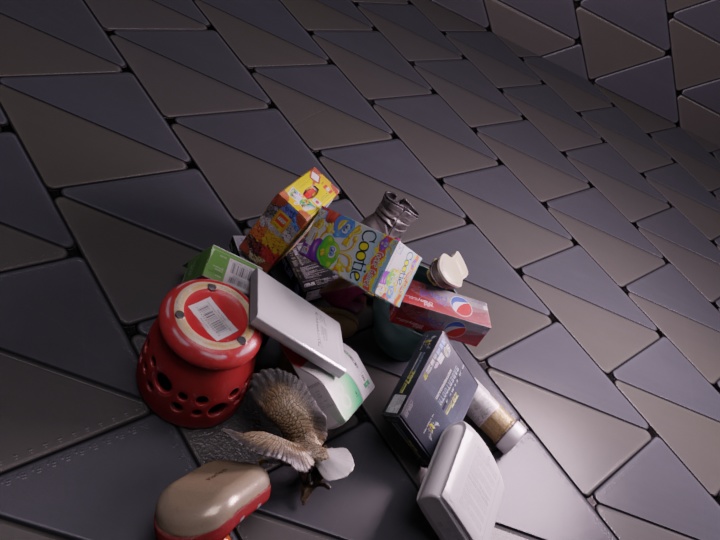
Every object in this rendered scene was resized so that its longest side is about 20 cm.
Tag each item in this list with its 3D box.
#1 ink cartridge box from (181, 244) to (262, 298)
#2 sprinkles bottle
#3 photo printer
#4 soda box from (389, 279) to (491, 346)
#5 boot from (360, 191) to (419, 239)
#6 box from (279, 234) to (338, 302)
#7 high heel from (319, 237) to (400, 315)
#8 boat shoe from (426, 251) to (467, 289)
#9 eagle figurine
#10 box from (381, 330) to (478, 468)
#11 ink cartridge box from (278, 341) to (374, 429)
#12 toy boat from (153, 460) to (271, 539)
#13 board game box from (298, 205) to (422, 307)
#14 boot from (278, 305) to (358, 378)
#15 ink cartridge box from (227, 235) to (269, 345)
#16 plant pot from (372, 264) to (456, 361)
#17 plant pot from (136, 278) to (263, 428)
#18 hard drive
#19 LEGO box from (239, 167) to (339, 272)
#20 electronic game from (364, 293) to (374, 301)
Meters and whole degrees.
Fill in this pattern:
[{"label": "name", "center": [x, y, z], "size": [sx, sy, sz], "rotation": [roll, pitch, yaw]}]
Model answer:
[{"label": "ink cartridge box", "center": [-0.269, 0.019, 1.313], "size": [0.102, 0.199, 0.061], "rotation": [26, 68, -24]}, {"label": "sprinkles bottle", "center": [0.247, 0.279, 1.450], "size": [0.200, 0.069, 0.068], "rotation": [45, 42, 16]}, {"label": "photo printer", "center": [0.185, 0.385, 1.260], "size": [0.168, 0.068, 0.201], "rotation": [56, 37, -17]}, {"label": "soda box", "center": [0.154, 0.082, 1.386], "size": [0.195, 0.064, 0.071], "rotation": [17, 42, -16]}, {"label": "boot", "center": [0.087, -0.082, 1.574], "size": [0.198, 0.131, 0.071], "rotation": [30, 23, -45]}, {"label": "box", "center": [-0.071, -0.024, 1.544], "size": [0.195, 0.044, 0.162], "rotation": [-14, 55, -27]}, {"label": "high heel", "center": [0.000, 0.000, 1.409], "size": [0.094, 0.201, 0.068], "rotation": [25, 36, -17]}, {"label": "boat shoe", "center": [0.168, 0.005, 1.423], "size": [0.073, 0.058, 0.200], "rotation": [64, 19, 0]}, {"label": "eagle figurine", "center": [-0.118, 0.280, 1.157], "size": [0.149, 0.203, 0.151], "rotation": [-34, 23, -11]}, {"label": "box", "center": [0.136, 0.242, 1.332], "size": [0.159, 0.050, 0.202], "rotation": [55, 52, -28]}, {"label": "ink cartridge box", "center": [-0.061, 0.161, 1.275], "size": [0.204, 0.049, 0.161], "rotation": [62, 24, -2]}, {"label": "toy boat", "center": [-0.215, 0.368, 1.038], "size": [0.127, 0.135, 0.199], "rotation": [-1, 2, 19]}, {"label": "board game box", "center": [-0.001, -0.028, 1.332], "size": [0.197, 0.107, 0.102], "rotation": [26, -2, 34]}, {"label": "boot", "center": [-0.080, 0.167, 1.369], "size": [0.170, 0.067, 0.204], "rotation": [12, 47, -17]}, {"label": "ink cartridge box", "center": [-0.218, 0.038, 1.382], "size": [0.043, 0.095, 0.203], "rotation": [-1, 50, -33]}, {"label": "plant pot", "center": [0.104, 0.103, 1.487], "size": [0.195, 0.135, 0.204], "rotation": [17, 42, -16]}, {"label": "plant pot", "center": [-0.263, 0.131, 1.195], "size": [0.196, 0.184, 0.203], "rotation": [19, 39, -16]}, {"label": "hard drive", "center": [-0.109, 0.092, 1.230], "size": [0.198, 0.027, 0.133], "rotation": [37, 24, -29]}, {"label": "LEGO box", "center": [-0.139, -0.104, 1.413], "size": [0.077, 0.149, 0.200], "rotation": [41, 28, -2]}, {"label": "electronic game", "center": [0.043, 0.000, 1.626], "size": [0.195, 0.042, 0.203], "rotation": [17, 42, -16]}]
